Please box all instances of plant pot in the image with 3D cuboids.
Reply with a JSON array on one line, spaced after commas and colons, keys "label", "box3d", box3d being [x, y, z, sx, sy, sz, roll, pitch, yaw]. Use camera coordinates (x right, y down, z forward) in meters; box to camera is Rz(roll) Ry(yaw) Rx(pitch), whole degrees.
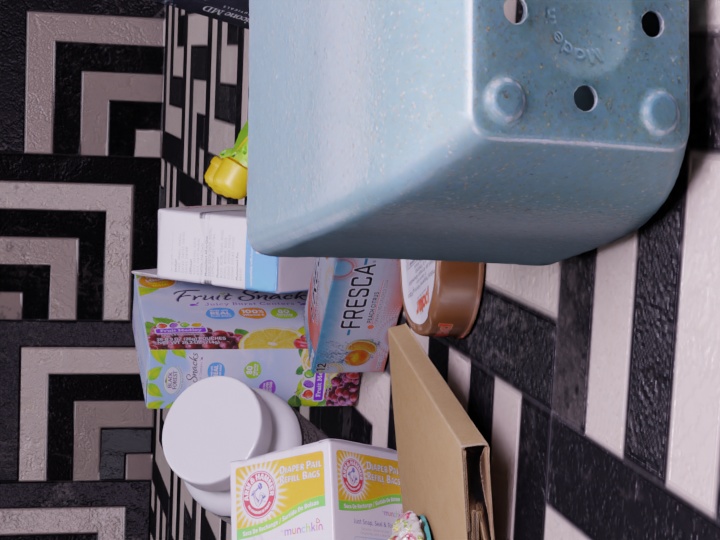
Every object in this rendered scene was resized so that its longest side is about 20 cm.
[{"label": "plant pot", "box3d": [0.064, -0.108, 0.784, 0.200, 0.194, 0.199, 174, 97, -68]}]

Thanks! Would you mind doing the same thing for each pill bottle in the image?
[{"label": "pill bottle", "box3d": [-0.089, 0.171, 1.377, 0.200, 0.115, 0.118, 49, -150, -57]}]

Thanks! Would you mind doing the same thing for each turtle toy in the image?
[{"label": "turtle toy", "box3d": [-0.070, -0.119, 1.508, 0.147, 0.100, 0.200, -59, 14, -1]}]

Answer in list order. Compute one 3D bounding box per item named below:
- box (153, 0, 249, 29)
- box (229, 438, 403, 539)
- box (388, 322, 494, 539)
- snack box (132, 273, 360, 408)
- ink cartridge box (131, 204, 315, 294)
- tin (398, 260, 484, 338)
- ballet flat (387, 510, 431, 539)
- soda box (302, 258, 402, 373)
[{"label": "box", "box3d": [-0.113, -0.327, 1.392, 0.199, 0.195, 0.119, -32, 56, 46]}, {"label": "box", "box3d": [-0.030, 0.245, 1.231, 0.112, 0.101, 0.203, -15, 69, 36]}, {"label": "box", "box3d": [0.056, 0.149, 1.079, 0.200, 0.021, 0.166, -121, 24, -67]}, {"label": "snack box", "box3d": [-0.111, 0.063, 1.473, 0.169, 0.197, 0.069, -116, 30, -63]}, {"label": "ink cartridge box", "box3d": [-0.111, -0.024, 1.455, 0.198, 0.115, 0.068, 7, 98, 40]}, {"label": "tin", "box3d": [0.055, -0.051, 1.128, 0.112, 0.041, 0.203, 121, 147, -73]}, {"label": "ballet flat", "box3d": [0.035, 0.267, 1.065, 0.076, 0.063, 0.202, 108, 151, -69]}, {"label": "soda box", "box3d": [0.000, 0.000, 1.279, 0.201, 0.067, 0.064, 104, 161, -47]}]
